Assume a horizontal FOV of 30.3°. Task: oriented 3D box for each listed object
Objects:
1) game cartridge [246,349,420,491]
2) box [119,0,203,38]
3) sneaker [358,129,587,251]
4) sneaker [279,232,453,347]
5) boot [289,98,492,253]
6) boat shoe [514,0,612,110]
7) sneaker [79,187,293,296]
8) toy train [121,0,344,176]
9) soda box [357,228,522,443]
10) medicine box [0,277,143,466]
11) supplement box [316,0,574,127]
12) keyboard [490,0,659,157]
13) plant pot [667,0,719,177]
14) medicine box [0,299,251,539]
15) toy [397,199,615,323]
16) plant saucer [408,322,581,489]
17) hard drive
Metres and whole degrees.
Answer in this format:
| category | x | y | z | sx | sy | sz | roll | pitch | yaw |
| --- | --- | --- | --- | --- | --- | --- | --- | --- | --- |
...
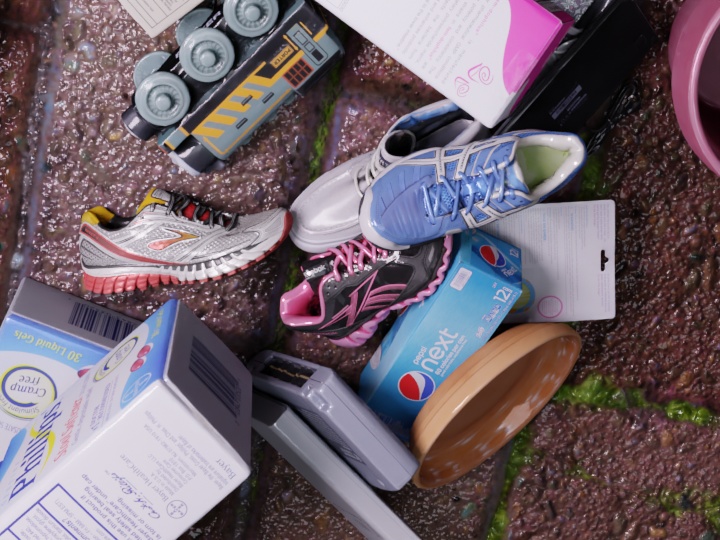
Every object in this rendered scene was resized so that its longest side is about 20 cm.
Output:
| category | x | y | z | sx | sy | sz | roll | pitch | yaw |
| --- | --- | --- | --- | --- | --- | --- | --- | --- | --- |
| game cartridge | -0.024 | 0.133 | 1.177 | 0.040 | 0.200 | 0.134 | -43 | 107 | -15 |
| box | -0.119 | -0.290 | 1.065 | 0.199 | 0.078 | 0.095 | -33 | 123 | 12 |
| sneaker | 0.090 | -0.073 | 1.059 | 0.199 | 0.077 | 0.076 | -23 | 93 | -17 |
| sneaker | 0.000 | 0.000 | 1.146 | 0.095 | 0.079 | 0.200 | 11 | 139 | -35 |
| boot | 0.019 | -0.088 | 1.143 | 0.199 | 0.096 | 0.074 | -30 | 71 | 0 |
| boat shoe | 0.169 | -0.212 | 1.136 | 0.072 | 0.069 | 0.200 | 39 | 102 | -15 |
| sneaker | -0.156 | -0.032 | 1.158 | 0.198 | 0.078 | 0.083 | -8 | 103 | 11 |
| toy train | -0.107 | -0.169 | 1.126 | 0.200 | 0.085 | 0.114 | -43 | 116 | 10 |
| soda box | 0.068 | 0.058 | 1.188 | 0.064 | 0.068 | 0.201 | 25 | 123 | -11 |
| medicine box | -0.259 | 0.139 | 1.205 | 0.181 | 0.103 | 0.201 | 21 | 105 | -11 |
| supplement box | 0.062 | -0.217 | 1.075 | 0.200 | 0.103 | 0.101 | 38 | 109 | 6 |
| keyboard | 0.184 | -0.137 | 1.156 | 0.200 | 0.021 | 0.127 | -48 | 139 | 4 |
| plant pot | 0.342 | -0.173 | 1.104 | 0.198 | 0.179 | 0.202 | -1 | 109 | -4 |
| medicine box | -0.189 | 0.147 | 1.055 | 0.200 | 0.182 | 0.103 | -40 | 107 | 8 |
| toy | 0.129 | -0.012 | 1.213 | 0.198 | 0.047 | 0.116 | -4 | 115 | 3 |
| plant saucer | 0.115 | 0.116 | 1.203 | 0.200 | 0.200 | 0.037 | -47 | 66 | 11 |
| hard drive | -0.026 | 0.191 | 1.227 | 0.200 | 0.132 | 0.027 | 46 | 77 | -17 |
